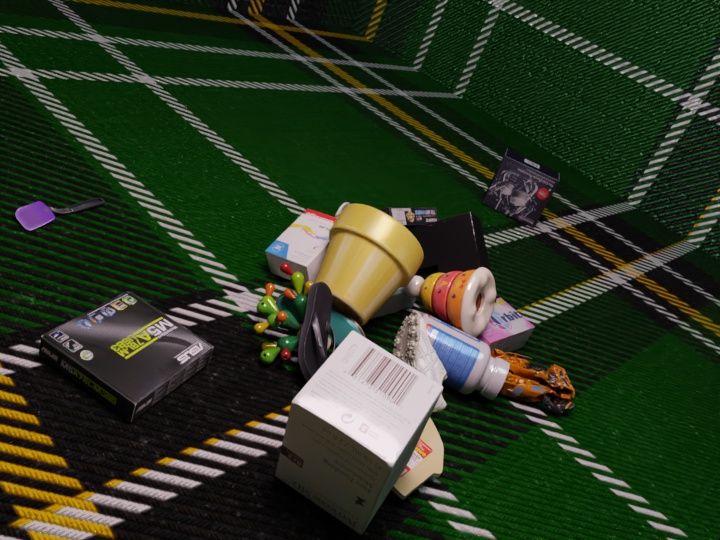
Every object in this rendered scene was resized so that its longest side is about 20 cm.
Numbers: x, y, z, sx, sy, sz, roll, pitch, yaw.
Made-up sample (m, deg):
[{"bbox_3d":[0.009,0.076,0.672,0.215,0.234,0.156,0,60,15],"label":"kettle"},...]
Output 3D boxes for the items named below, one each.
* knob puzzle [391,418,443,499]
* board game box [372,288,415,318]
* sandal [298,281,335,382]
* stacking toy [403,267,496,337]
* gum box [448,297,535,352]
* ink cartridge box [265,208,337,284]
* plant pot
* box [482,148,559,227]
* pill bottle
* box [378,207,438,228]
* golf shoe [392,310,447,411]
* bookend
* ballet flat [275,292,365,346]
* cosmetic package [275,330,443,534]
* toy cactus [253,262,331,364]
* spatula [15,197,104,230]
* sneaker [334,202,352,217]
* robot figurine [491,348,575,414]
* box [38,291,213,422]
[{"bbox_3d":[0.057,0.290,1.198,0.217,0.031,0.220,18,29,-10],"label":"knob puzzle"},{"bbox_3d":[0.019,0.014,1.600,0.147,0.065,0.200,-10,45,-47],"label":"board game box"},{"bbox_3d":[-0.073,0.114,1.272,0.076,0.042,0.203,34,52,-53],"label":"sandal"},{"bbox_3d":[0.176,0.053,1.490,0.198,0.148,0.146,11,19,32],"label":"stacking toy"},{"bbox_3d":[0.293,0.135,1.596,0.199,0.067,0.113,-10,44,-45],"label":"gum box"},{"bbox_3d":[-0.101,-0.063,1.530,0.115,0.068,0.200,19,50,27],"label":"ink cartridge box"},{"bbox_3d":[0.000,0.000,1.422,0.199,0.201,0.190,30,71,12],"label":"plant pot"},{"bbox_3d":[0.540,-0.278,2.355,0.198,0.184,0.104,25,29,4],"label":"box"},{"bbox_3d":[0.192,0.179,1.401,0.198,0.113,0.112,27,28,5],"label":"pill bottle"},{"bbox_3d":[0.052,-0.109,1.664,0.198,0.050,0.197,-11,-5,38],"label":"box"},{"bbox_3d":[0.116,0.174,1.310,0.096,0.078,0.202,21,51,-26],"label":"golf shoe"},{"bbox_3d":[0.192,-0.007,1.609,0.092,0.197,0.203,17,61,-64],"label":"bookend"},{"bbox_3d":[-0.074,0.096,1.396,0.199,0.069,0.067,30,4,7],"label":"ballet flat"},{"bbox_3d":[-0.006,0.237,1.026,0.164,0.201,0.165,29,44,15],"label":"cosmetic package"},{"bbox_3d":[-0.119,0.096,1.311,0.164,0.102,0.202,36,42,-27],"label":"toy cactus"},{"bbox_3d":[-0.598,-0.124,1.409,0.057,0.021,0.200,45,30,11],"label":"spatula"},{"bbox_3d":[-0.015,-0.135,1.811,0.078,0.080,0.200,26,27,9],"label":"sneaker"},{"bbox_3d":[0.371,0.235,1.496,0.198,0.059,0.146,15,31,-15],"label":"robot figurine"},{"bbox_3d":[-0.372,0.130,1.128,0.192,0.048,0.200,29,29,14],"label":"box"}]
